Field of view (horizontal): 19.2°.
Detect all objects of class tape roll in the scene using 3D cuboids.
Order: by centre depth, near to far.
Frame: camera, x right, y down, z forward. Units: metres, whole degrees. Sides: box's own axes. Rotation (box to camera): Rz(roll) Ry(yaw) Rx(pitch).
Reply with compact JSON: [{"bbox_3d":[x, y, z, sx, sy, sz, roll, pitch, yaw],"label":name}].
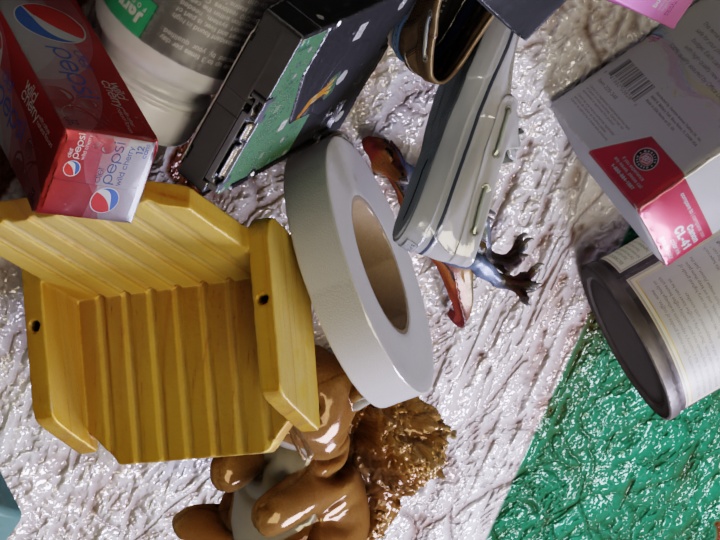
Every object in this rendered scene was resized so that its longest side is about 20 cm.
[{"bbox_3d":[0.000,0.000,1.561,0.037,0.204,0.203,-20,137,14],"label":"tape roll"}]

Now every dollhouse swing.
[{"bbox_3d":[-0.156,0.042,1.466,0.198,0.184,0.176,-6,176,21],"label":"dollhouse swing"}]

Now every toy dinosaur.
[{"bbox_3d":[0.057,-0.034,1.649,0.180,0.105,0.200,27,125,-19],"label":"toy dinosaur"}]

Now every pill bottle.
[{"bbox_3d":[-0.105,-0.189,1.406,0.112,0.113,0.201,17,116,-38],"label":"pill bottle"}]

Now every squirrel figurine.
[{"bbox_3d":[-0.028,0.141,1.673,0.199,0.141,0.188,-11,122,-39],"label":"squirrel figurine"}]

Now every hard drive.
[{"bbox_3d":[-0.039,-0.136,1.458,0.140,0.038,0.200,-58,169,30],"label":"hard drive"}]

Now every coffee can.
[{"bbox_3d":[0.306,0.013,1.778,0.199,0.147,0.147,-29,135,-5],"label":"coffee can"}]

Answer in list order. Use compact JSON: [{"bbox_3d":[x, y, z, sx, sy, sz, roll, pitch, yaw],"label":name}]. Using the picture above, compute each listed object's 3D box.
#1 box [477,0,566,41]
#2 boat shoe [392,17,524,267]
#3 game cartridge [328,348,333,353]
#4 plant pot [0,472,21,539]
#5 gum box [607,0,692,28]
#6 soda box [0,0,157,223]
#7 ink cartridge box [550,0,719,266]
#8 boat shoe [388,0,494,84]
[{"bbox_3d":[0.094,-0.267,1.391,0.141,0.200,0.079,-42,135,10],"label":"box"},{"bbox_3d":[0.085,-0.098,1.567,0.066,0.073,0.202,24,81,-14],"label":"boat shoe"},{"bbox_3d":[-0.027,0.153,1.787,0.132,0.042,0.201,-18,133,-10],"label":"game cartridge"},{"bbox_3d":[-0.360,0.167,1.547,0.199,0.142,0.142,17,117,-46],"label":"plant pot"},{"bbox_3d":[0.227,-0.280,1.549,0.113,0.066,0.201,17,117,-39],"label":"gum box"},{"bbox_3d":[-0.197,-0.114,1.354,0.069,0.200,0.064,6,122,-33],"label":"soda box"},{"bbox_3d":[0.271,-0.121,1.648,0.199,0.148,0.086,-33,135,0],"label":"ink cartridge box"},{"bbox_3d":[0.089,-0.222,1.515,0.072,0.073,0.201,5,123,-32],"label":"boat shoe"}]
